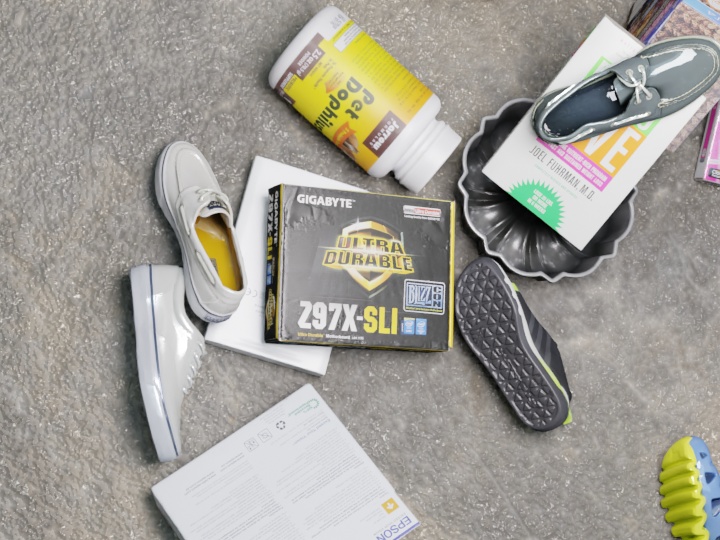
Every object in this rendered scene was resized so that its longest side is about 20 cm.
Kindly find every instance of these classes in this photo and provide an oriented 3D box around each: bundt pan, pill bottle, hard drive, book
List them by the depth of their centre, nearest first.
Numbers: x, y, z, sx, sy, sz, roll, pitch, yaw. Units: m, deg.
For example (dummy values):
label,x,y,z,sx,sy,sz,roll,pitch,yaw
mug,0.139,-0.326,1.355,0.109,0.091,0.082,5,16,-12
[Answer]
label,x,y,z,sx,sy,sz,roll,pitch,yaw
book,0.236,-0.141,1.561,0.133,0.048,0.201,37,108,-2
hard drive,-0.075,-0.004,1.600,0.131,0.026,0.202,17,76,-9
pill bottle,0.008,-0.174,1.606,0.200,0.109,0.109,41,74,-2
bundt pan,0.191,-0.082,1.646,0.200,0.076,0.204,2,80,-12

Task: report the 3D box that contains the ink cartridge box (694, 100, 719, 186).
label,x,y,z,sx,sy,sz,roll,pitch,yaw
ink cartridge box,0.444,-0.188,1.720,0.094,0.037,0.202,12,90,-9

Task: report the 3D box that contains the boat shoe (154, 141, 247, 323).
label,x,y,z,sx,sy,sz,roll,pitch,yaw
boat shoe,-0.155,-0.051,1.546,0.070,0.070,0.202,3,61,-33

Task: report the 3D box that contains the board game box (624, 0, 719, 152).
label,x,y,z,sx,sy,sz,roll,pitch,yaw
board game box,0.352,-0.258,1.633,0.096,0.160,0.201,30,46,-5

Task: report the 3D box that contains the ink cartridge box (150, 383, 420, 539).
label,x,y,z,sx,sy,sz,roll,pitch,yaw
ink cartridge box,-0.074,0.238,1.505,0.195,0.043,0.200,-32,60,-16

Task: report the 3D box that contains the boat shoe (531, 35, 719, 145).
label,x,y,z,sx,sy,sz,roll,pitch,yaw
boat shoe,0.261,-0.170,1.492,0.198,0.062,0.073,-19,100,17

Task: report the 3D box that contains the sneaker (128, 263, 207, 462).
label,x,y,z,sx,sy,sz,roll,pitch,yaw
sneaker,-0.188,0.088,1.533,0.070,0.073,0.202,-6,80,-7

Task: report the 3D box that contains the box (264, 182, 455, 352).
label,x,y,z,sx,sy,sz,roll,pitch,yaw
box,0.000,0.000,1.581,0.198,0.049,0.162,5,84,-24

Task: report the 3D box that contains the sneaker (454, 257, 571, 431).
label,x,y,z,sx,sy,sz,roll,pitch,yaw
sneaker,0.164,0.078,1.618,0.071,0.083,0.202,-24,92,27

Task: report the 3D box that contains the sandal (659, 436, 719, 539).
label,x,y,z,sx,sy,sz,roll,pitch,yaw
sandal,0.379,0.272,1.628,0.086,0.079,0.202,-15,91,-18
